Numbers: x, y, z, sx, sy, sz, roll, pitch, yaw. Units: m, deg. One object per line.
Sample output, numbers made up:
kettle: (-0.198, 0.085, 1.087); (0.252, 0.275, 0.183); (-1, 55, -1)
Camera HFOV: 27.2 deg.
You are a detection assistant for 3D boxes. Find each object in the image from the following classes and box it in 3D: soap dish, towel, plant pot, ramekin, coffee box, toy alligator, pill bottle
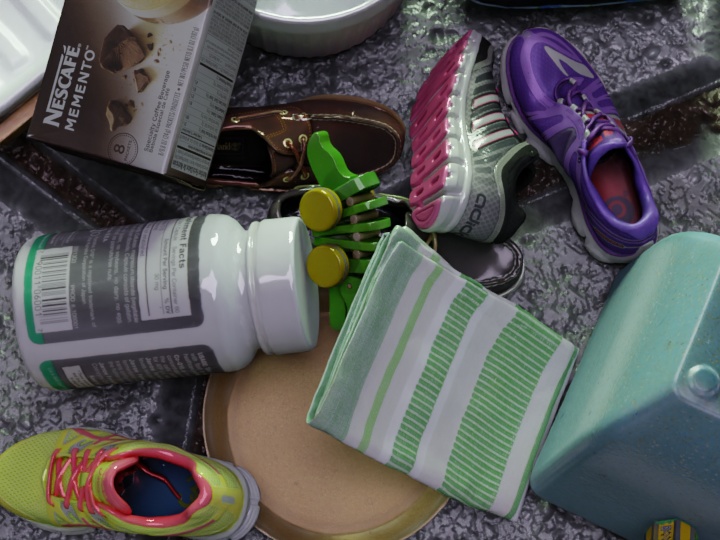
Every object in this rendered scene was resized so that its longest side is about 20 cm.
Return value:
soap dish: (-0.252, -0.206, 1.144); (0.200, 0.081, 0.157); (-41, 81, -12)
towel: (0.066, 0.077, 1.054); (0.200, 0.023, 0.153); (32, 73, -33)
plant pot: (0.257, 0.086, 1.016); (0.195, 0.200, 0.197); (26, 70, 4)
ramekin: (-0.044, -0.262, 1.155); (0.199, 0.105, 0.201); (0, 75, -2)
coffee box: (-0.145, -0.169, 1.049); (0.112, 0.080, 0.201); (16, 90, 16)
toy alligator: (0.000, 0.000, 1.050); (0.054, 0.059, 0.201); (-4, 98, 31)
pill bottle: (-0.135, 0.020, 1.054); (0.199, 0.113, 0.114); (-6, 75, 8)
plant pot: (-0.016, 0.110, 1.097); (0.199, 0.028, 0.201); (0, 75, -1)

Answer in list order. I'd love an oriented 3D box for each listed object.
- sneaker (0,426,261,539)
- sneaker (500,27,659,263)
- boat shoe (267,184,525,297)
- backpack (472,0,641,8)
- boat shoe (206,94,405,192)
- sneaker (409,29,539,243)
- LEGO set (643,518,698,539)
sneaker: (-0.174, 0.146, 1.038); (0.199, 0.090, 0.079); (1, 77, 14)
sneaker: (0.177, -0.105, 1.133); (0.080, 0.083, 0.201); (-26, 77, -9)
boat shoe: (0.028, -0.019, 1.115); (0.200, 0.061, 0.072); (9, 74, 0)
backpack: (0.153, -0.276, 1.148); (0.199, 0.164, 0.154); (-20, 55, -8)
boat shoe: (-0.065, -0.089, 1.118); (0.199, 0.070, 0.071); (-2, 115, 2)
sneaker: (0.090, -0.096, 1.122); (0.087, 0.074, 0.201); (24, 46, -20)
LEGO set: (0.237, 0.275, 0.986); (0.200, 0.116, 0.154); (36, 121, -8)
